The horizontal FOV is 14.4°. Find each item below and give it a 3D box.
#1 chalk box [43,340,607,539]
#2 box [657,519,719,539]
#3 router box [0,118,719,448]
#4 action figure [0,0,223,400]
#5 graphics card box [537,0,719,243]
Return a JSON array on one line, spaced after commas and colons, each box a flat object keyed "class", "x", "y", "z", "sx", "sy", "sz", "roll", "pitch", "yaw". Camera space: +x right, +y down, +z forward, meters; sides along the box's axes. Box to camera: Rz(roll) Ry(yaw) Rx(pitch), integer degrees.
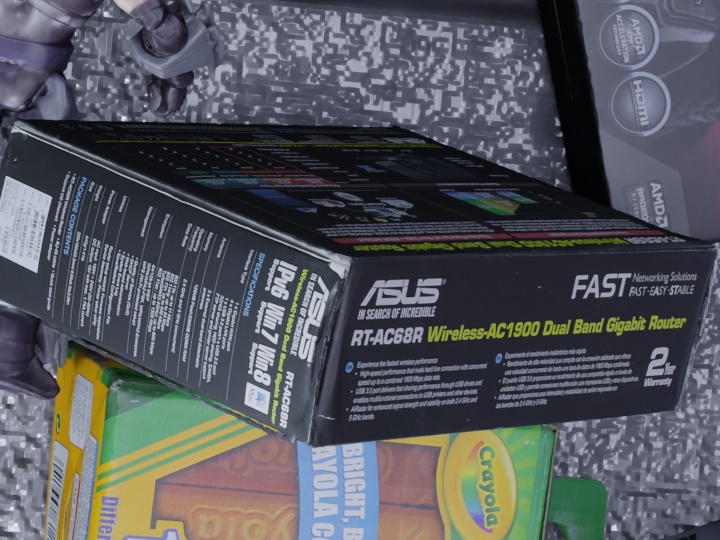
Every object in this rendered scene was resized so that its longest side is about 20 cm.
[{"class": "chalk box", "x": -0.006, "y": 0.099, "z": 1.002, "sx": 0.200, "sy": 0.124, "sz": 0.125, "roll": 5, "pitch": 94, "yaw": -13}, {"class": "box", "x": 0.123, "y": 0.175, "z": 1.016, "sx": 0.200, "sy": 0.048, "sz": 0.158, "roll": -7, "pitch": 98, "yaw": -56}, {"class": "router box", "x": 0.000, "y": 0.000, "z": 0.936, "sx": 0.200, "sy": 0.150, "sz": 0.062, "roll": -2, "pitch": 109, "yaw": -49}, {"class": "action figure", "x": -0.119, "y": -0.061, "z": 0.977, "sx": 0.130, "sy": 0.069, "sz": 0.200, "roll": 14, "pitch": 94, "yaw": 21}, {"class": "graphics card box", "x": 0.171, "y": -0.083, "z": 1.066, "sx": 0.200, "sy": 0.051, "sz": 0.126, "roll": -11, "pitch": 98, "yaw": -11}]
